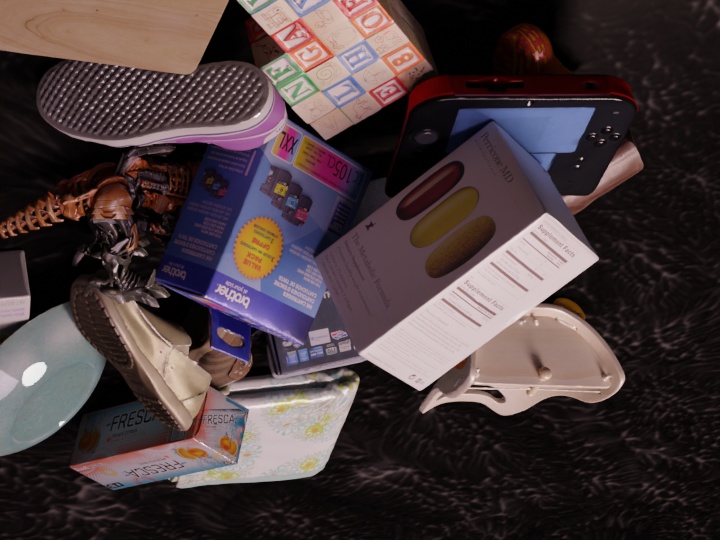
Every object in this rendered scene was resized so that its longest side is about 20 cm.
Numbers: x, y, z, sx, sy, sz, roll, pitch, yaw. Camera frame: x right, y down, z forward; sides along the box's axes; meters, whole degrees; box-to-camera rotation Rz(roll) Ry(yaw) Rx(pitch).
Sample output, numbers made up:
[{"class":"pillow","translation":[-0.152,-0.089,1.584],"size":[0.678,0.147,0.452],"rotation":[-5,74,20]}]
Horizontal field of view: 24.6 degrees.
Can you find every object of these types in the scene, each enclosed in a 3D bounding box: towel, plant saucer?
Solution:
[{"class":"towel","translation":[-0.112,0.177,1.824],"size":[0.198,0.048,0.172],"rotation":[-5,146,-22]},{"class":"plant saucer","translation":[-0.305,0.115,1.585],"size":[0.201,0.039,0.201],"rotation":[-42,161,-18]}]

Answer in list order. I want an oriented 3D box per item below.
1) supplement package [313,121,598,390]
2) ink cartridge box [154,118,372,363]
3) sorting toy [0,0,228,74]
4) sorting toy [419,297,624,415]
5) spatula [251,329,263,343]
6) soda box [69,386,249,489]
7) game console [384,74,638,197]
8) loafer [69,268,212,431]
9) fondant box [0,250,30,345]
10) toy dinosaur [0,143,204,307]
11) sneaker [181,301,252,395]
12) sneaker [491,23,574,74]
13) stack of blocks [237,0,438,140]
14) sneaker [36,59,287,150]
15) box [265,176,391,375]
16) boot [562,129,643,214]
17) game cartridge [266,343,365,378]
[{"class":"supplement package","translation":[0.081,-0.011,1.416],"size":[0.200,0.114,0.109],"rotation":[-38,144,15]},{"class":"ink cartridge box","translation":[-0.088,-0.025,1.436],"size":[0.136,0.076,0.201],"rotation":[27,84,-46]},{"class":"sorting toy","translation":[-0.185,-0.246,1.192],"size":[0.199,0.070,0.199],"rotation":[5,140,-28]},{"class":"sorting toy","translation":[0.153,0.116,1.824],"size":[0.199,0.108,0.180],"rotation":[4,148,-28]},{"class":"spatula","translation":[-0.096,0.064,1.700],"size":[0.199,0.021,0.056],"rotation":[-33,163,30]},{"class":"soda box","translation":[-0.209,0.173,1.703],"size":[0.199,0.064,0.068],"rotation":[-16,142,40]},{"class":"game console","translation":[0.129,-0.110,1.438],"size":[0.198,0.031,0.177],"rotation":[-1,150,-9]},{"class":"loafer","translation":[-0.204,0.066,1.560],"size":[0.068,0.075,0.201],"rotation":[-51,134,-26]},{"class":"fondant box","translation":[-0.387,0.068,1.552],"size":[0.143,0.059,0.201],"rotation":[-5,145,-18]},{"class":"toy dinosaur","translation":[-0.213,-0.053,1.455],"size":[0.198,0.103,0.137],"rotation":[4,128,1]},{"class":"sneaker","translation":[-0.136,0.068,1.649],"size":[0.075,0.071,0.200],"rotation":[11,148,-22]},{"class":"sneaker","translation":[0.168,-0.163,1.476],"size":[0.077,0.073,0.200],"rotation":[-37,151,-5]},{"class":"stack of blocks","translation":[-0.034,-0.200,1.329],"size":[0.115,0.059,0.200],"rotation":[-27,144,15]},{"class":"sneaker","translation":[-0.157,-0.127,1.354],"size":[0.199,0.073,0.114],"rotation":[5,173,11]},{"class":"box","translation":[0.000,0.000,1.539],"size":[0.198,0.159,0.051],"rotation":[-12,177,-7]},{"class":"boot","translation":[0.190,-0.060,1.622],"size":[0.200,0.064,0.186],"rotation":[-38,176,-3]},{"class":"game cartridge","translation":[-0.025,0.074,1.664],"size":[0.132,0.042,0.200],"rotation":[-7,171,-14]}]
